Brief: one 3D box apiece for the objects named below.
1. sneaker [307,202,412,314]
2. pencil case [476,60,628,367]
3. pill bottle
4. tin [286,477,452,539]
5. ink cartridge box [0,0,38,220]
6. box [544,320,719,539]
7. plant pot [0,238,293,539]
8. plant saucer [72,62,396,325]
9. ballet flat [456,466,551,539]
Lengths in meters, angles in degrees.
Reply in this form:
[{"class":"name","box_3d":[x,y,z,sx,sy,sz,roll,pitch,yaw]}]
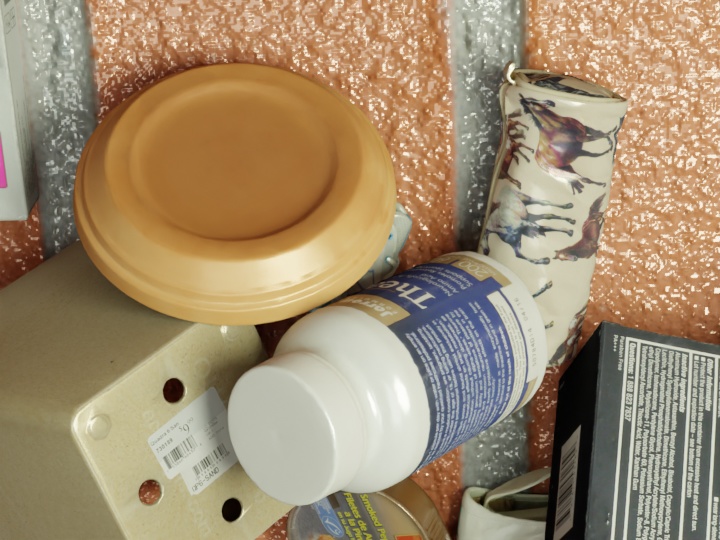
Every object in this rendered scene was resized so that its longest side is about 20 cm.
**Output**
[{"class":"sneaker","box_3d":[0.000,0.000,1.104,0.086,0.075,0.201,-20,110,4]},{"class":"pencil case","box_3d":[0.113,-0.035,1.079,0.089,0.078,0.202,3,113,-13]},{"class":"pill bottle","box_3d":[0.016,0.065,1.000,0.110,0.199,0.112,14,114,35]},{"class":"tin","box_3d":[0.024,0.223,1.191,0.111,0.042,0.201,-12,113,34]},{"class":"ink cartridge box","box_3d":[-0.306,-0.130,1.082,0.172,0.044,0.202,-2,112,2]},{"class":"box","box_3d":[0.225,0.161,1.072,0.197,0.201,0.123,11,156,-4]},{"class":"plant pot","box_3d":[-0.143,0.104,1.047,0.199,0.176,0.201,-36,113,-31]},{"class":"plant saucer","box_3d":[-0.076,-0.057,1.019,0.198,0.201,0.038,4,142,1]},{"class":"ballet flat","box_3d":[0.162,0.166,1.168,0.198,0.070,0.070,-9,111,10]}]
